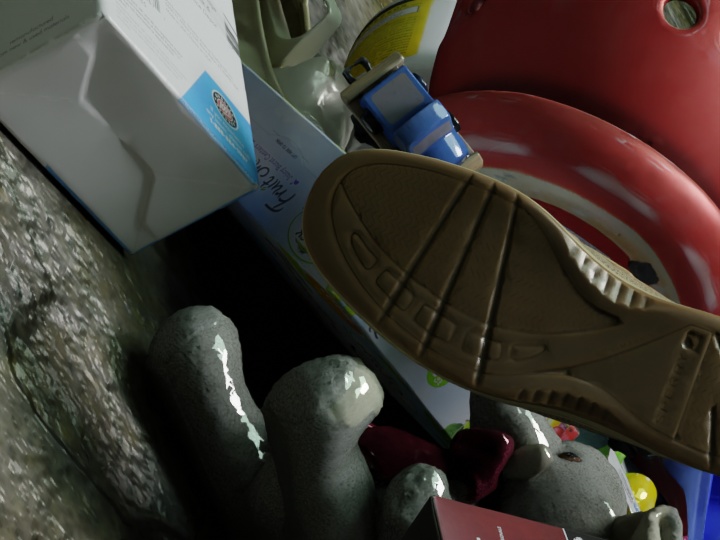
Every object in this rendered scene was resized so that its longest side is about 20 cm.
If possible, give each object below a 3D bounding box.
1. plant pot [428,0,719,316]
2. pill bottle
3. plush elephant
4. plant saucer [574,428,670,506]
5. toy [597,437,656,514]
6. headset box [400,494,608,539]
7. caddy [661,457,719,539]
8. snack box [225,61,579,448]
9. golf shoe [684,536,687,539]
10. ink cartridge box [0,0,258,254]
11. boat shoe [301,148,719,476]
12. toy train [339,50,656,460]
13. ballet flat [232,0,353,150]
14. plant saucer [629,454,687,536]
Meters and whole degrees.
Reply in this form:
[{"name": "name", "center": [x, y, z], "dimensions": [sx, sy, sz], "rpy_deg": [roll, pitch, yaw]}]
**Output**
[{"name": "plant pot", "center": [0.122, -0.064, 1.319], "dimensions": [0.201, 0.200, 0.183], "rpy_deg": [51, 54, -35]}, {"name": "pill bottle", "center": [0.035, -0.068, 1.493], "dimensions": [0.112, 0.111, 0.200], "rpy_deg": [58, 16, -14]}, {"name": "plush elephant", "center": [0.036, 0.089, 1.106], "dimensions": [0.165, 0.154, 0.201], "rpy_deg": [1, -67, 67]}, {"name": "plant saucer", "center": [0.086, 0.080, 1.383], "dimensions": [0.200, 0.036, 0.200], "rpy_deg": [42, -4, 4]}, {"name": "toy", "center": [0.130, 0.171, 1.229], "dimensions": [0.115, 0.047, 0.201], "rpy_deg": [-32, 102, -84]}, {"name": "headset box", "center": [0.065, 0.168, 1.011], "dimensions": [0.199, 0.149, 0.075], "rpy_deg": [15, 37, -23]}, {"name": "caddy", "center": [0.194, 0.096, 1.350], "dimensions": [0.200, 0.105, 0.142], "rpy_deg": [-5, 104, -75]}, {"name": "snack box", "center": [0.000, 0.000, 1.251], "dimensions": [0.142, 0.053, 0.200], "rpy_deg": [50, -4, -34]}, {"name": "golf shoe", "center": [0.165, 0.129, 1.645], "dimensions": [0.092, 0.075, 0.201], "rpy_deg": [135, -53, -73]}, {"name": "ink cartridge box", "center": [-0.108, -0.119, 1.206], "dimensions": [0.116, 0.067, 0.200], "rpy_deg": [48, 21, -39]}, {"name": "boat shoe", "center": [0.067, 0.021, 1.049], "dimensions": [0.200, 0.071, 0.065], "rpy_deg": [29, -6, -4]}, {"name": "toy train", "center": [0.059, -0.007, 1.143], "dimensions": [0.200, 0.034, 0.046], "rpy_deg": [51, -8, 5]}, {"name": "ballet flat", "center": [-0.035, -0.098, 1.406], "dimensions": [0.069, 0.069, 0.200], "rpy_deg": [44, 24, -47]}, {"name": "plant saucer", "center": [0.119, 0.059, 1.507], "dimensions": [0.201, 0.051, 0.201], "rpy_deg": [57, -10, 15]}]
